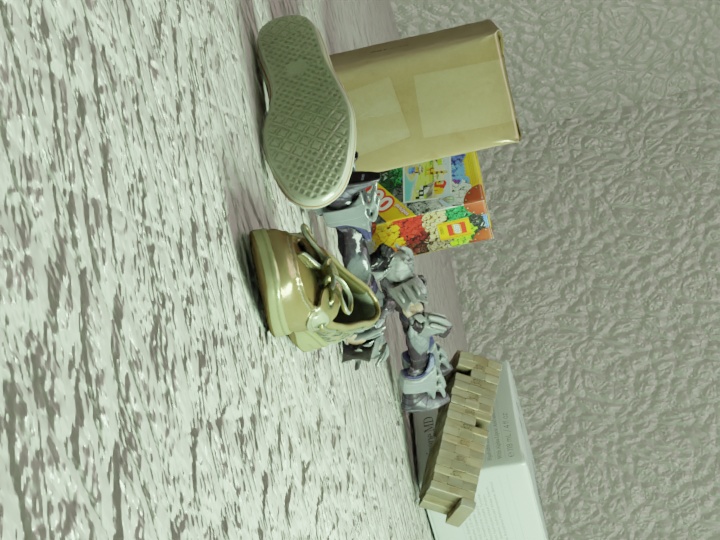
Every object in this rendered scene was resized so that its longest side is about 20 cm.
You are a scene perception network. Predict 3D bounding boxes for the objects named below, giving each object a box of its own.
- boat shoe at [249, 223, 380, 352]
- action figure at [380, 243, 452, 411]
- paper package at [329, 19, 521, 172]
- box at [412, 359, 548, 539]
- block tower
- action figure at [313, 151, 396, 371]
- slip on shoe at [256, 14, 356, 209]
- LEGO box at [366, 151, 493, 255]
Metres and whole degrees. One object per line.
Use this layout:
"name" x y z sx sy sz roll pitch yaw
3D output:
"boat shoe" -0.031 0.009 1.111 0.200 0.062 0.074 47 32 -78
"action figure" 0.060 0.053 1.786 0.130 0.069 0.201 -106 -177 -55
"paper package" 0.041 -0.160 1.517 0.191 0.199 0.104 -82 159 -77
"box" 0.146 0.253 1.983 0.199 0.130 0.201 -94 169 -56
"block tower" 0.113 0.184 1.843 0.054 0.058 0.201 117 -12 -55
"action figure" 0.000 0.000 1.429 0.130 0.069 0.201 -103 180 -61
"slip on shoe" -0.042 -0.118 1.273 0.061 0.074 0.201 76 0 -46
"LEGO box" 0.060 -0.118 1.856 0.077 0.148 0.201 70 9 -53
